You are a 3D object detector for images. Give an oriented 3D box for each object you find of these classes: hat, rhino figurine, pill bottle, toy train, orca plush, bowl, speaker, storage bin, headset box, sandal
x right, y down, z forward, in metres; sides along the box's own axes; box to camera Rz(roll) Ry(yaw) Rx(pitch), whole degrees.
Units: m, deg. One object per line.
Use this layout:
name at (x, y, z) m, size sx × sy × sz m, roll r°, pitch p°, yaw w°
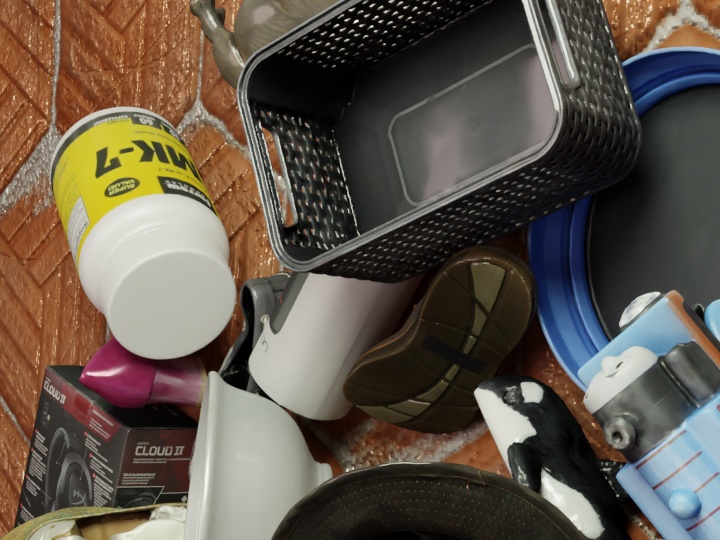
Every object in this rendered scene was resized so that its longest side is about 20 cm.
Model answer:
hat at (0.039, 0.167, 0.802) m, size 0.202 × 0.199 × 0.081 m, roll -60°, pitch 6°, yaw 27°
rhino figurine at (-0.049, -0.205, 1.095) m, size 0.200 × 0.060 × 0.088 m, roll -43°, pitch 74°, yaw 38°
pill bottle at (-0.163, -0.030, 1.148) m, size 0.115 × 0.113 × 0.200 m, roll -63°, pitch 33°, yaw 24°
toy train at (0.181, 0.100, 0.709) m, size 0.201 × 0.114 × 0.087 m, roll 52°, pitch 127°, yaw 8°
orca plush at (0.132, 0.130, 0.832) m, size 0.071 × 0.105 × 0.201 m, roll -29°, pitch 42°, yaw 6°
bowl at (-0.069, 0.172, 1.008) m, size 0.201 × 0.089 × 0.203 m, roll -173°, pitch 90°, yaw -82°
bowl at (0.174, -0.018, 0.821) m, size 0.200 × 0.039 × 0.203 m, roll -8°, pitch 80°, yaw 49°
speaker at (0.000, 0.000, 1.001) m, size 0.081 × 0.081 × 0.201 m, roll 52°, pitch 124°, yaw 40°
storage bin at (0.041, -0.087, 0.853) m, size 0.199 × 0.093 × 0.136 m, roll -25°, pitch 71°, yaw 34°
headset box at (-0.208, 0.177, 1.235) m, size 0.148 × 0.077 × 0.202 m, roll 24°, pitch 103°, yaw 49°
sandal at (0.053, 0.039, 0.934) m, size 0.055 × 0.081 × 0.201 m, roll -63°, pitch 1°, yaw -40°

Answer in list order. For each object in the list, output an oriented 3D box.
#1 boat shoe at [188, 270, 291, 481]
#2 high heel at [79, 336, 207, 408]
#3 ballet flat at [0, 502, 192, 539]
boat shoe at (-0.093, 0.086, 1.115) m, size 0.073 × 0.062 × 0.201 m, roll 50°, pitch 123°, yaw 41°
high heel at (-0.189, 0.053, 1.189) m, size 0.068 × 0.095 × 0.200 m, roll -69°, pitch 27°, yaw 19°
ballet flat at (-0.187, 0.205, 1.124) m, size 0.071 × 0.198 × 0.071 m, roll 173°, pitch 90°, yaw -90°
